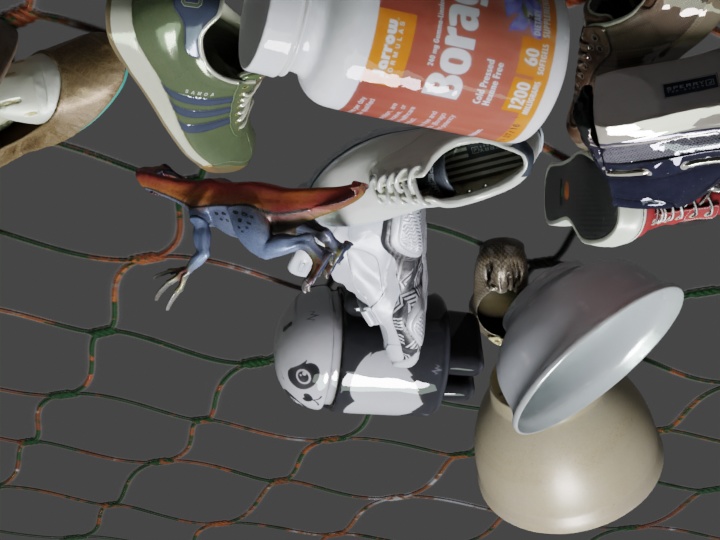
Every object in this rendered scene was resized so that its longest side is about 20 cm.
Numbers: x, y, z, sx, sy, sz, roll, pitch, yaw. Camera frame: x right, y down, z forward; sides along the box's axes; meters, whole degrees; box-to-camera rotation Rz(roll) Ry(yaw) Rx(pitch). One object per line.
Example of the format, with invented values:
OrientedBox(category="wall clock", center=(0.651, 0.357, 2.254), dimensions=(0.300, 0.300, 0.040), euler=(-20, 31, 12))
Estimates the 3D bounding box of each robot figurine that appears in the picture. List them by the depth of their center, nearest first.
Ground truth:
OrientedBox(category="robot figurine", center=(0.016, 0.080, 1.353), dimensions=(0.199, 0.151, 0.125), euler=(4, -170, -9))

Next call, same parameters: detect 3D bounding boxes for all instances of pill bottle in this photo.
OrientedBox(category="pill bottle", center=(0.027, -0.154, 0.919), dimensions=(0.199, 0.113, 0.112), euler=(9, 151, -18))

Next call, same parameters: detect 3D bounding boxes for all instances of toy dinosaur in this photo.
OrientedBox(category="toy dinosaur", center=(-0.093, -0.057, 1.112), dimensions=(0.181, 0.105, 0.200), euler=(35, 124, 7))

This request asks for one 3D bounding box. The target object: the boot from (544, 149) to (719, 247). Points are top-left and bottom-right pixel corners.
OrientedBox(category="boot", center=(0.234, -0.058, 1.092), dimensions=(0.144, 0.073, 0.200), euler=(1, -174, -4))

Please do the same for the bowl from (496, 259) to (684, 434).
OrientedBox(category="bowl", center=(0.196, 0.055, 1.306), dimensions=(0.201, 0.090, 0.201), euler=(-33, 156, -16))

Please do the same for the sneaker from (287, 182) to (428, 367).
OrientedBox(category="sneaker", center=(0.000, 0.000, 1.223), dimensions=(0.114, 0.075, 0.201), euler=(2, 129, 7))

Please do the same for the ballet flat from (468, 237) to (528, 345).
OrientedBox(category="ballet flat", center=(0.138, 0.033, 1.352), dimensions=(0.067, 0.047, 0.200), euler=(-2, 153, 4))

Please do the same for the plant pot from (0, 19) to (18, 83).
OrientedBox(category="plant pot", center=(-0.350, -0.130, 0.914), dimensions=(0.174, 0.201, 0.200), euler=(39, 137, -24))

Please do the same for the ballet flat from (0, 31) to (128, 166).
OrientedBox(category="ballet flat", center=(-0.255, -0.120, 1.026), dimensions=(0.200, 0.068, 0.072), euler=(-18, 170, 39))

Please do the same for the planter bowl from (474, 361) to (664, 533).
OrientedBox(category="planter bowl", center=(0.206, 0.155, 1.460), dimensions=(0.199, 0.201, 0.135), euler=(-8, 126, 15))

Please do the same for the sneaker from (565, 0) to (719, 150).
OrientedBox(category="sneaker", center=(0.181, -0.162, 0.977), dimensions=(0.075, 0.071, 0.200), euler=(26, 144, -8))

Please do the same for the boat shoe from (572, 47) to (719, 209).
OrientedBox(category="boat shoe", center=(0.248, -0.096, 0.936), dimensions=(0.199, 0.075, 0.093), euler=(-5, 140, 18))

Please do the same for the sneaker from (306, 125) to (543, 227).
OrientedBox(category="sneaker", center=(0.044, -0.078, 1.092), dimensions=(0.199, 0.071, 0.073), euler=(-19, 108, 19))

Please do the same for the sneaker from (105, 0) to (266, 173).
OrientedBox(category="sneaker", center=(-0.098, -0.135, 1.001), dimensions=(0.090, 0.067, 0.200), euler=(-5, 150, 19))
